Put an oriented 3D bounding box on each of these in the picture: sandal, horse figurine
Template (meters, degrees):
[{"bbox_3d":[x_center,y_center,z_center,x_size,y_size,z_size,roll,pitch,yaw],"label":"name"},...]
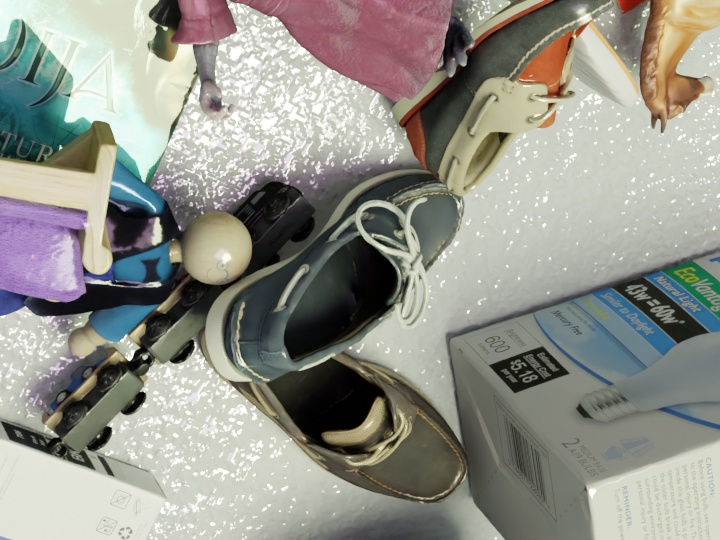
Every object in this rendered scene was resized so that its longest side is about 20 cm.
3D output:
[{"bbox_3d":[0.106,-0.172,1.218,0.059,0.079,0.207,-49,132,-4],"label":"sandal"},{"bbox_3d":[0.198,-0.188,1.228,0.132,0.050,0.200,-30,138,-17],"label":"horse figurine"}]

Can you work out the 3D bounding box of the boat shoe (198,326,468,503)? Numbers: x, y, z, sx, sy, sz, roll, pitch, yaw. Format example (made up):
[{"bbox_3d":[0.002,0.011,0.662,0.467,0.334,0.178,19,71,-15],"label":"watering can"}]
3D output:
[{"bbox_3d":[-0.010,0.086,1.278,0.200,0.073,0.075,34,96,-30],"label":"boat shoe"}]

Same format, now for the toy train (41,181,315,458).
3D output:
[{"bbox_3d":[-0.105,0.026,1.231,0.200,0.046,0.034,-46,127,-2],"label":"toy train"}]

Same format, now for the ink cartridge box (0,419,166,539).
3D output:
[{"bbox_3d":[-0.217,0.132,1.235,0.200,0.039,0.100,24,101,-30],"label":"ink cartridge box"}]

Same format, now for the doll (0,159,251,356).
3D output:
[{"bbox_3d":[-0.157,-0.003,1.175,0.199,0.049,0.137,-7,130,-7],"label":"doll"}]

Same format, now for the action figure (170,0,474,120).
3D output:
[{"bbox_3d":[-0.038,-0.162,1.123,0.199,0.149,0.134,22,143,-14],"label":"action figure"}]

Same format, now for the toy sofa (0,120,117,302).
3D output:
[{"bbox_3d":[-0.221,-0.034,1.081,0.199,0.083,0.098,8,99,-11],"label":"toy sofa"}]

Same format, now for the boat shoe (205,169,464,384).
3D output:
[{"bbox_3d":[0.000,0.000,1.210,0.200,0.062,0.075,-30,112,-42],"label":"boat shoe"}]

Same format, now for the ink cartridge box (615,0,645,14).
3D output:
[{"bbox_3d":[0.199,-0.260,1.233,0.200,0.044,0.174,-34,119,-6],"label":"ink cartridge box"}]

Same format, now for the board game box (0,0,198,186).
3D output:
[{"bbox_3d":[-0.184,-0.114,1.149,0.199,0.028,0.136,18,105,-27],"label":"board game box"}]

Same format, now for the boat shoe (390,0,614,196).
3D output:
[{"bbox_3d":[0.082,-0.101,1.171,0.071,0.200,0.063,-27,84,-32],"label":"boat shoe"}]

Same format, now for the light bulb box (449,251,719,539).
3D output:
[{"bbox_3d":[0.185,0.102,1.292,0.199,0.198,0.125,-18,119,-15],"label":"light bulb box"}]
